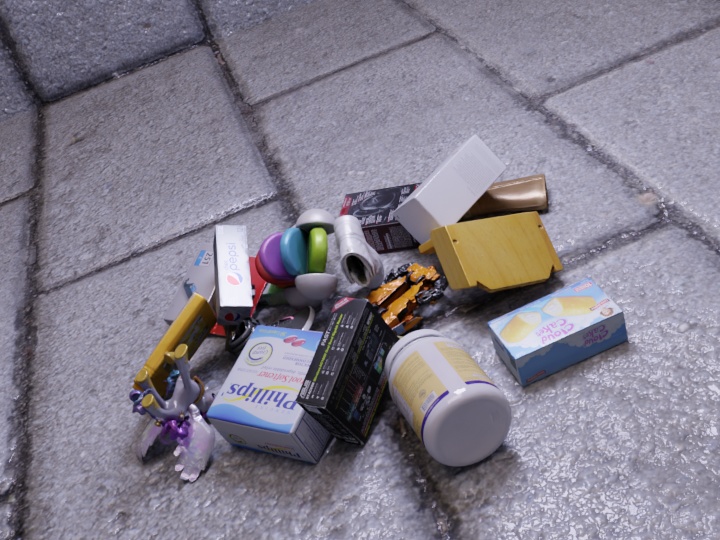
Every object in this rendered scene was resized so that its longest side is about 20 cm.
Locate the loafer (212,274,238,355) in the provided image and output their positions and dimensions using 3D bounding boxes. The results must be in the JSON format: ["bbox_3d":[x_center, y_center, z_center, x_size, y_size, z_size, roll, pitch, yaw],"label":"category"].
[{"bbox_3d":[-0.261,0.081,1.819,0.067,0.076,0.200,0,53,-5],"label":"loafer"}]

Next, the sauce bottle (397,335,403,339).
[{"bbox_3d":[0.052,0.144,1.616,0.200,0.066,0.066,10,44,31],"label":"sauce bottle"}]

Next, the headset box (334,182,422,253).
[{"bbox_3d":[0.039,-0.108,1.974,0.200,0.077,0.149,-9,35,17],"label":"headset box"}]

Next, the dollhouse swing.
[{"bbox_3d":[0.233,-0.015,1.735,0.200,0.176,0.182,-10,66,-23],"label":"dollhouse swing"}]

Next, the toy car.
[{"bbox_3d":[-0.130,-0.024,1.798,0.150,0.200,0.175,5,74,-17],"label":"toy car"}]

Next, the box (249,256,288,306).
[{"bbox_3d":[-0.226,0.023,1.960,0.200,0.036,0.144,-7,36,19],"label":"box"}]

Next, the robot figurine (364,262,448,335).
[{"bbox_3d":[0.076,0.059,1.737,0.200,0.058,0.145,-38,38,-25],"label":"robot figurine"}]

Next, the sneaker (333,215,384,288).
[{"bbox_3d":[0.000,0.000,1.756,0.074,0.200,0.116,-19,49,11],"label":"sneaker"}]

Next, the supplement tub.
[{"bbox_3d":[0.131,0.195,1.439,0.145,0.146,0.200,-25,34,-9],"label":"supplement tub"}]

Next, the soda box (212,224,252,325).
[{"bbox_3d":[-0.251,0.008,1.784,0.063,0.068,0.200,1,54,-14],"label":"soda box"}]

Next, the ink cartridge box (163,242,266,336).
[{"bbox_3d":[-0.291,0.038,1.899,0.176,0.045,0.200,6,59,27],"label":"ink cartridge box"}]

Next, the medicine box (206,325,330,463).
[{"bbox_3d":[-0.128,0.207,1.561,0.182,0.103,0.200,5,51,32],"label":"medicine box"}]

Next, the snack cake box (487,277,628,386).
[{"bbox_3d":[0.331,0.102,1.541,0.200,0.067,0.115,-23,33,-6],"label":"snack cake box"}]

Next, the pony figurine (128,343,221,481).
[{"bbox_3d":[-0.318,0.244,1.585,0.166,0.200,0.193,16,62,31],"label":"pony figurine"}]

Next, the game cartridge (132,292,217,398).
[{"bbox_3d":[-0.338,0.148,1.681,0.032,0.176,0.200,30,76,7],"label":"game cartridge"}]

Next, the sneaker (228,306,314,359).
[{"bbox_3d":[-0.169,0.110,1.736,0.071,0.099,0.200,-21,22,53],"label":"sneaker"}]

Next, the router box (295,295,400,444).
[{"bbox_3d":[-0.015,0.163,1.498,0.062,0.150,0.200,6,61,33],"label":"router box"}]

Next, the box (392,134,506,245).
[{"bbox_3d":[0.178,-0.159,1.839,0.200,0.097,0.124,-46,5,-21],"label":"box"}]

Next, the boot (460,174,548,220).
[{"bbox_3d":[0.299,-0.178,1.962,0.200,0.066,0.175,-9,47,16],"label":"boot"}]
